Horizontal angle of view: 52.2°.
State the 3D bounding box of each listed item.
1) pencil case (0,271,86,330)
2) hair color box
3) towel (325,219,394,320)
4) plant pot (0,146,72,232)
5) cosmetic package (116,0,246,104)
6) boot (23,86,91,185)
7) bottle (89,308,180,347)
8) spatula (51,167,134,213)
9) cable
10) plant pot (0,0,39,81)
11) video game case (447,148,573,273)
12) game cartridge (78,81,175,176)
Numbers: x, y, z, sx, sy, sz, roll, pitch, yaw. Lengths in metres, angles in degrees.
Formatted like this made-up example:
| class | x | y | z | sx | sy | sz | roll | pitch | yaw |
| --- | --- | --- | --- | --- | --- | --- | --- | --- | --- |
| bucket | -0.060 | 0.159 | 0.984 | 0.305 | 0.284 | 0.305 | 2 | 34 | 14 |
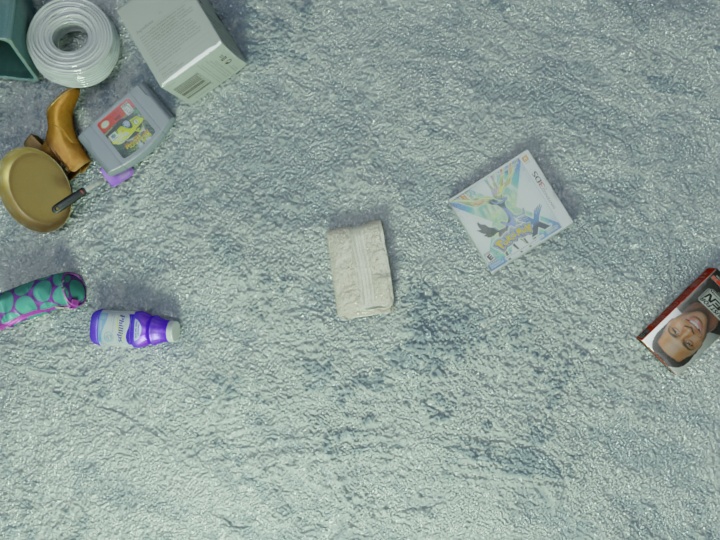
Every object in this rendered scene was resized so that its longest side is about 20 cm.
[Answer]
| class | x | y | z | sx | sy | sz | roll | pitch | yaw |
| --- | --- | --- | --- | --- | --- | --- | --- | --- | --- |
| pencil case | -0.739 | 0.069 | 1.687 | 0.198 | 0.085 | 0.093 | -17 | 58 | 10 |
| hair color box | 0.656 | 0.100 | 1.448 | 0.101 | 0.061 | 0.200 | 44 | 97 | 7 |
| towel | 0.000 | 0.000 | 1.581 | 0.131 | 0.034 | 0.203 | -10 | 88 | 9 |
| plant pot | -0.744 | -0.187 | 1.691 | 0.197 | 0.028 | 0.203 | 6 | 112 | 15 |
| cosmetic package | -0.382 | -0.502 | 1.586 | 0.164 | 0.165 | 0.201 | -32 | 86 | 8 |
| boot | -0.668 | -0.306 | 1.692 | 0.144 | 0.071 | 0.201 | 43 | 100 | 2 |
| bottle | -0.507 | 0.132 | 1.655 | 0.197 | 0.065 | 0.085 | 3 | 89 | 10 |
| spatula | -0.611 | -0.190 | 1.664 | 0.199 | 0.021 | 0.057 | -37 | 98 | -20 |
| cable | -0.646 | -0.515 | 1.657 | 0.198 | 0.069 | 0.202 | 26 | 73 | 1 |
| plant pot | -0.834 | -0.569 | 1.646 | 0.193 | 0.196 | 0.203 | 5 | 77 | -5 |
| video game case | 0.311 | -0.123 | 1.531 | 0.199 | 0.022 | 0.184 | -32 | 84 | 9 |
| game cartridge | -0.523 | -0.315 | 1.660 | 0.200 | 0.041 | 0.133 | -42 | 87 | -3 |
